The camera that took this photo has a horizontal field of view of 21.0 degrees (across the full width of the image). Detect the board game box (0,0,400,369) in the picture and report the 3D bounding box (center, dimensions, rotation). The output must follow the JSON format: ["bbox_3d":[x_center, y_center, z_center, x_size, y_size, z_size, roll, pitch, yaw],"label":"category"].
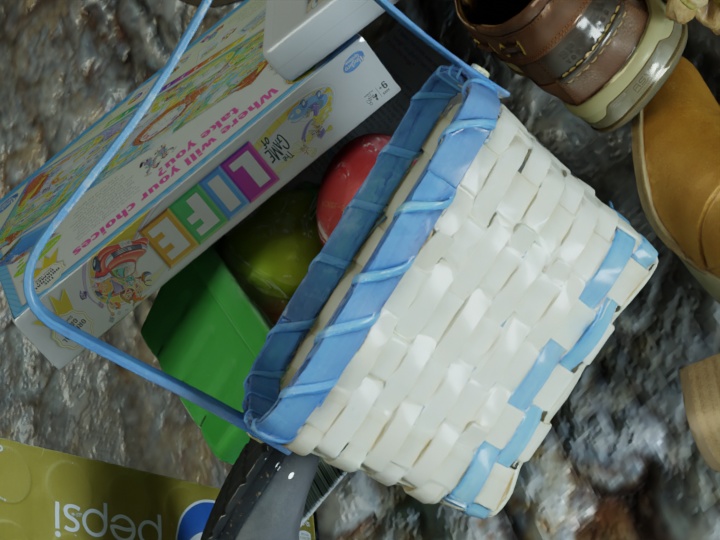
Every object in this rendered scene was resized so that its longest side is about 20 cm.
[{"bbox_3d":[-0.087,-0.053,0.918,0.200,0.034,0.134,-39,28,0],"label":"board game box"}]

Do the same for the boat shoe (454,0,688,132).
[{"bbox_3d":[0.075,-0.122,0.832,0.072,0.067,0.200,-53,21,9],"label":"boat shoe"}]

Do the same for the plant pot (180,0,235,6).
[{"bbox_3d":[-0.110,-0.264,1.070,0.200,0.134,0.201,-19,62,42],"label":"plant pot"}]

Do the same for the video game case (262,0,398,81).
[{"bbox_3d":[0.037,-0.192,0.892,0.200,0.024,0.182,-35,27,21],"label":"video game case"}]

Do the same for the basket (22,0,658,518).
[{"bbox_3d":[-0.006,-0.008,0.742,0.177,0.200,0.139,-54,13,2],"label":"basket"}]

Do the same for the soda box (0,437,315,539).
[{"bbox_3d":[-0.111,0.133,0.881,0.064,0.200,0.068,-28,57,38],"label":"soda box"}]

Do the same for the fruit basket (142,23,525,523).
[{"bbox_3d":[0.000,0.000,0.899,0.200,0.094,0.185,-45,41,4],"label":"fruit basket"}]

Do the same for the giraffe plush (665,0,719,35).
[{"bbox_3d":[0.169,-0.168,0.731,0.200,0.172,0.163,15,95,57],"label":"giraffe plush"}]

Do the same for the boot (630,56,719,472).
[{"bbox_3d":[0.184,-0.025,0.733,0.144,0.071,0.202,-24,50,25],"label":"boot"}]

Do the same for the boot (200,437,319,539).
[{"bbox_3d":[-0.015,0.162,0.821,0.070,0.131,0.201,-70,-1,-65],"label":"boot"}]
